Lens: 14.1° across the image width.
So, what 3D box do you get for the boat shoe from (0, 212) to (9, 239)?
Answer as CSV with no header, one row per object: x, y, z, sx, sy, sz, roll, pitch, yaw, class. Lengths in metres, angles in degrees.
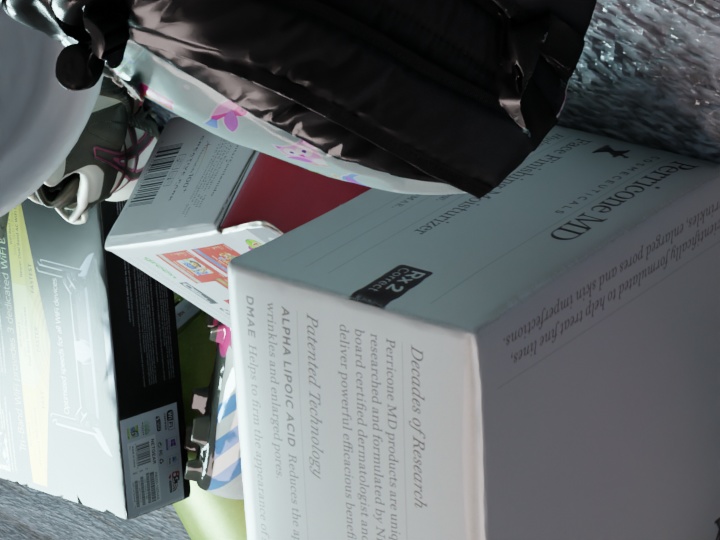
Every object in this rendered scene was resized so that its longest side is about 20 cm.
-0.207,-0.078,1.473,0.068,0.072,0.200,0,-154,-3,boat shoe

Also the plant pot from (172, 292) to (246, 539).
-0.053,0.102,1.783,0.200,0.187,0.187,49,159,-16,plant pot

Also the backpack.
-0.014,-0.113,1.051,0.200,0.167,0.127,30,-175,-19,backpack

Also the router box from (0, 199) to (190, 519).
-0.176,0.033,1.724,0.052,0.200,0.157,-17,-159,-41,router box

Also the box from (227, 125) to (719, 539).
0.059,0.064,1.241,0.131,0.199,0.200,16,120,35,box

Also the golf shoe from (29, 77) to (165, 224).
-0.151,-0.066,1.532,0.077,0.088,0.200,24,166,7,golf shoe

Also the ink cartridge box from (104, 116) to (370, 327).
0.000,0.000,1.490,0.200,0.084,0.176,34,161,-25,ink cartridge box

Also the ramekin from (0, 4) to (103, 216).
-0.218,-0.109,1.308,0.200,0.201,0.098,31,173,-11,ramekin

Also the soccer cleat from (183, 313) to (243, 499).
-0.046,0.045,1.650,0.086,0.070,0.200,6,125,-9,soccer cleat
